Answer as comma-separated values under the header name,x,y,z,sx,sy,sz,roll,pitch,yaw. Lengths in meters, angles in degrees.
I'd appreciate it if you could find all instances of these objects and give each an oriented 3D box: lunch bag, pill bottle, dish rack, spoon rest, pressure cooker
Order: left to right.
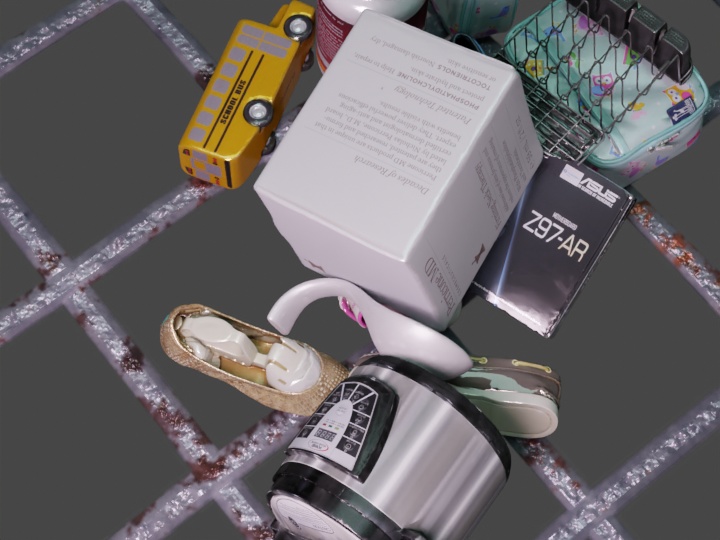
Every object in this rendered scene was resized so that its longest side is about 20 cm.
name,x,y,z,sx,sy,sz,roll,pitch,yaw
pill bottle,0.011,-0.266,1.734,0.112,0.200,0.114,0,64,-1
spoon rest,0.013,0.050,1.583,0.199,0.099,0.061,15,73,27
pressure cooker,0.017,0.199,1.525,0.178,0.176,0.200,35,69,10
lunch bag,0.100,-0.352,1.800,0.076,0.161,0.201,-17,67,-10
dish rack,0.210,-0.191,1.684,0.153,0.055,0.200,39,71,19
lunch bag,0.244,-0.184,1.760,0.160,0.077,0.201,-29,67,-15

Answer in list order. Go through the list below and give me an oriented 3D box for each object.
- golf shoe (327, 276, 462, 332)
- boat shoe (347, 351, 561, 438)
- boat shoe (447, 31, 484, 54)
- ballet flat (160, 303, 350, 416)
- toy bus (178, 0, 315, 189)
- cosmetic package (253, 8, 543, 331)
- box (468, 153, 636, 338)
name,x,y,z,sx,sy,sz,roll,pitch,yaw
golf shoe,0.000,0.000,1.664,0.199,0.076,0.091,33,43,15
boat shoe,0.089,0.105,1.632,0.198,0.072,0.060,9,50,6
boat shoe,0.123,-0.148,1.753,0.084,0.069,0.201,-25,68,-12
ballet flat,-0.098,0.083,1.638,0.198,0.065,0.071,16,67,6
toy bus,-0.109,-0.183,1.767,0.078,0.065,0.201,19,66,9
cosmetic package,0.039,-0.089,1.570,0.165,0.168,0.201,25,75,24
box,0.141,-0.053,1.684,0.199,0.044,0.161,33,95,12
